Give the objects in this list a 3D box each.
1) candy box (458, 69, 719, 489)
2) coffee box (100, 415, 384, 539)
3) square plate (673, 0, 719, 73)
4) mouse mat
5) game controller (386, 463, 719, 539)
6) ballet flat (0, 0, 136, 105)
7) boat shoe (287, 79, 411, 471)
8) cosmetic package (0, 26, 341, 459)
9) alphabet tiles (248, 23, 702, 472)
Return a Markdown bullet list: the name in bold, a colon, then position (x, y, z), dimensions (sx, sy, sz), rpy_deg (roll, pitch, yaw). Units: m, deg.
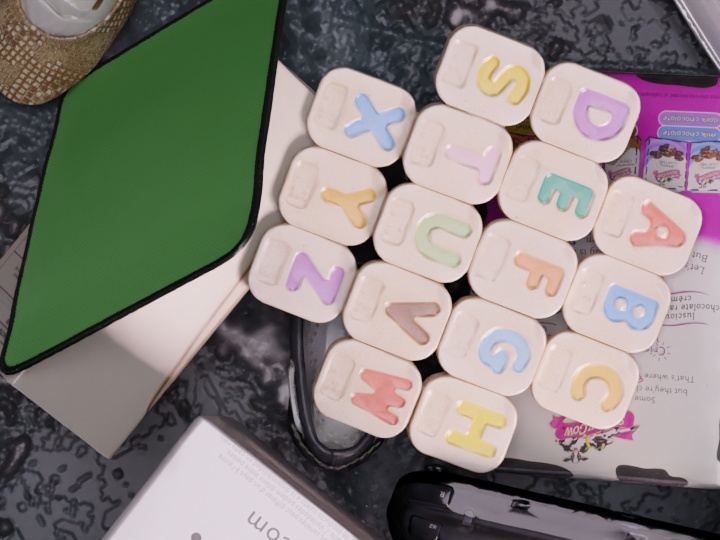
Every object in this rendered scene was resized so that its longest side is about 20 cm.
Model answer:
- **candy box**: position (0.126, 0.004, 1.264), dimensions (0.135, 0.061, 0.202), rpy_deg (4, 86, 17)
- **coffee box**: position (-0.054, 0.205, 1.196), dimensions (0.199, 0.200, 0.198), rpy_deg (38, 87, 1)
- **square plate**: position (0.216, -0.230, 1.313), dimensions (0.199, 0.028, 0.199), rpy_deg (-34, 88, -3)
- **mouse mat**: position (-0.101, -0.051, 1.207), dimensions (0.160, 0.201, 0.008), rpy_deg (-27, 130, 31)
- **game controller**: position (0.111, 0.137, 1.252), dimensions (0.199, 0.104, 0.042), rpy_deg (13, 78, -1)
- **ballet flat**: position (-0.129, -0.176, 1.282), dimensions (0.070, 0.065, 0.201), rpy_deg (30, 87, 1)
- **boat shoe**: position (0.000, 0.000, 1.278), dimensions (0.075, 0.060, 0.202), rpy_deg (1, 87, -1)
- **cosmetic package**: position (-0.100, -0.019, 1.248), dimensions (0.073, 0.103, 0.200), rpy_deg (40, 88, -30)
- **alphabet tiles**: position (0.054, -0.010, 1.210), dimensions (0.194, 0.015, 0.201), rpy_deg (21, 96, -3)
